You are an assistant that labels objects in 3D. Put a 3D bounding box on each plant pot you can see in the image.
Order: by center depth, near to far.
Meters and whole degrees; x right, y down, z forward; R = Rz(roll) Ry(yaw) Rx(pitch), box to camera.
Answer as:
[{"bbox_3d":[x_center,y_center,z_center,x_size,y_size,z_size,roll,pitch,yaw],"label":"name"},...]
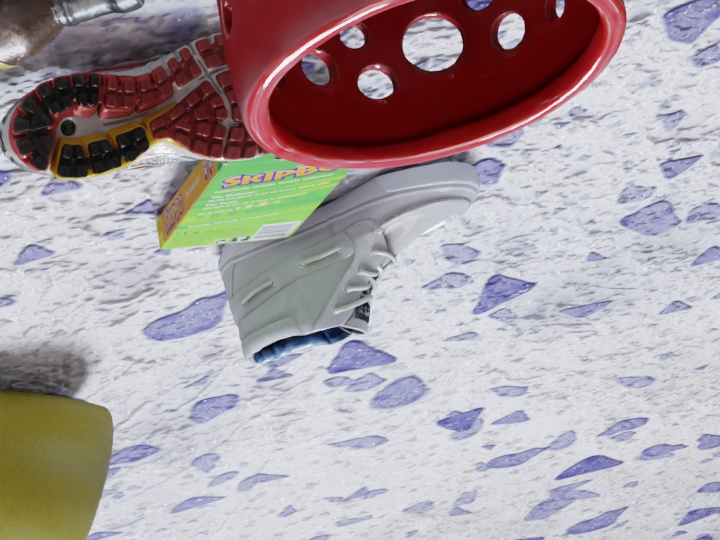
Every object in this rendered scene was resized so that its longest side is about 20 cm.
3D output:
[{"bbox_3d":[0.019,-0.173,1.339,0.200,0.183,0.200,-12,156,-5],"label":"plant pot"},{"bbox_3d":[-0.293,0.169,1.977,0.142,0.200,0.200,24,143,-17],"label":"plant pot"}]

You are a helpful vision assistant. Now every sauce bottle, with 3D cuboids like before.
[{"bbox_3d":[-0.218,-0.135,1.440,0.200,0.065,0.065,-15,157,6],"label":"sauce bottle"}]

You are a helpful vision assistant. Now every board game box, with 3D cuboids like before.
[{"bbox_3d":[-0.065,-0.056,1.721,0.095,0.030,0.200,-6,168,-19],"label":"board game box"}]

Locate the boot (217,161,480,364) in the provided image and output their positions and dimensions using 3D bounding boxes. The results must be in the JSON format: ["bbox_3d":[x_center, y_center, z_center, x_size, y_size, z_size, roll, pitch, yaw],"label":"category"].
[{"bbox_3d":[0.000,0.000,1.836,0.200,0.096,0.074,-22,156,18],"label":"boot"}]

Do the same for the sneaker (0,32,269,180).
[{"bbox_3d":[-0.126,-0.099,1.590,0.200,0.078,0.082,-8,-177,-25],"label":"sneaker"}]
